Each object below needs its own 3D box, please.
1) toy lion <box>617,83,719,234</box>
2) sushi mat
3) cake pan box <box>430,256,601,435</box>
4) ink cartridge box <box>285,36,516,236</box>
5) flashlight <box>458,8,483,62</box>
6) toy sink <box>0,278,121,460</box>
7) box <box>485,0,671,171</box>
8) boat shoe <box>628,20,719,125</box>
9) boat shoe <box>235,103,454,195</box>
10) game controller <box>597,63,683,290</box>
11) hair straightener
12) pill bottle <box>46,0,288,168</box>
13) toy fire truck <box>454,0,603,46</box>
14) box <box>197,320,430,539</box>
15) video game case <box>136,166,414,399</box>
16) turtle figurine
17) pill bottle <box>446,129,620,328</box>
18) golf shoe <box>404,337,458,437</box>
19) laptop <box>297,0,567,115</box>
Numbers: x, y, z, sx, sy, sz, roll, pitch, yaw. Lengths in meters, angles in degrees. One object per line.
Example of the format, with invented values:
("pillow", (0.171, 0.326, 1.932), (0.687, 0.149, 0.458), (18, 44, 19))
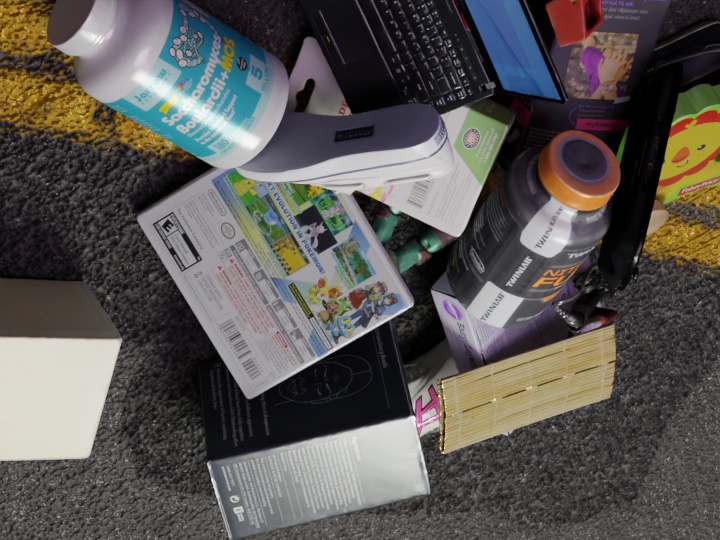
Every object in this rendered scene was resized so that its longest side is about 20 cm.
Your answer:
("toy lion", (0.330, -0.122, 1.762), (0.198, 0.069, 0.192), (-18, 154, -17))
("sushi mat", (0.165, 0.116, 1.759), (0.198, 0.012, 0.096), (-16, 126, -20))
("cake pan box", (0.161, 0.033, 1.789), (0.184, 0.052, 0.201), (-49, 136, -29))
("ink cartridge box", (0.027, -0.129, 1.620), (0.199, 0.067, 0.118), (26, 111, 4))
("flashlight", (0.115, -0.264, 1.617), (0.067, 0.068, 0.201), (26, 109, -7))
("toy sink", (-0.332, 0.084, 1.579), (0.198, 0.112, 0.131), (1, 119, -33))
("box", (0.192, -0.195, 1.655), (0.105, 0.122, 0.202), (7, 115, -22))
("boat shoe", (0.293, -0.178, 1.762), (0.199, 0.062, 0.075), (-29, 130, -6))
("boat shoe", (-0.016, -0.094, 1.547), (0.198, 0.074, 0.066), (-1, 141, 24))
("game controller", (0.255, -0.085, 1.597), (0.042, 0.104, 0.202), (17, 72, -5))
("hair straightener", (0.222, 0.015, 1.743), (0.200, 0.041, 0.078), (-8, 109, -67))
("pill bottle", (-0.164, -0.174, 1.502), (0.199, 0.111, 0.111), (28, 105, -37))
("toy fire truck", (0.118, -0.286, 1.532), (0.049, 0.140, 0.202), (-44, 120, -50))
("box", (-0.046, 0.150, 1.712), (0.198, 0.149, 0.108), (-13, 127, 1))
("video game case", (-0.077, -0.010, 1.621), (0.181, 0.022, 0.201), (-29, 99, 11))
("turtle figurine", (0.000, 0.000, 1.707), (0.200, 0.101, 0.150), (-43, 129, -4))
("pill bottle", (0.160, -0.041, 1.607), (0.105, 0.107, 0.200), (-3, 150, -25))
("golf shoe", (0.049, 0.132, 1.825), (0.200, 0.073, 0.092), (-49, 129, 8))
("laptop", (0.052, -0.198, 1.486), (0.198, 0.104, 0.178), (-20, 112, 17))
